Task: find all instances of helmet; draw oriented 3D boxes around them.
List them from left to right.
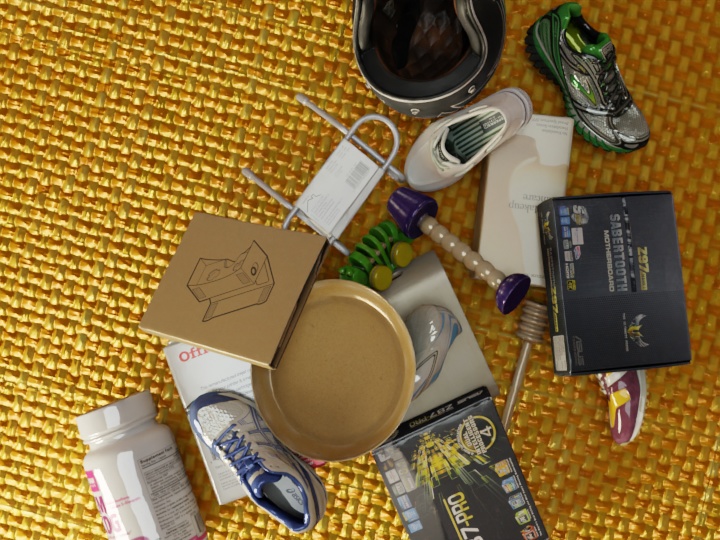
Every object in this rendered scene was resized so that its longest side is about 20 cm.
[{"bbox_3d":[0.079,-0.281,1.123,0.195,0.202,0.194,-7,126,1],"label":"helmet"}]

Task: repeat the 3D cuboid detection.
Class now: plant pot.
[{"bbox_3d":[-0.030,0.113,1.106,0.195,0.027,0.205,-2,84,15],"label":"plant pot"}]

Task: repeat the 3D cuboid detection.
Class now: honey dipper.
[{"bbox_3d":[0.192,0.138,1.202,0.037,0.038,0.204,16,94,1],"label":"honey dipper"}]

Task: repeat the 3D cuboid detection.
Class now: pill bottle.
[{"bbox_3d":[-0.266,0.255,1.172,0.111,0.113,0.204,-20,89,1],"label":"pill bottle"}]

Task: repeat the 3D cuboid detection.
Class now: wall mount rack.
[{"bbox_3d":[-0.047,-0.118,1.190,0.173,0.075,0.201,38,91,-2],"label":"wall mount rack"}]

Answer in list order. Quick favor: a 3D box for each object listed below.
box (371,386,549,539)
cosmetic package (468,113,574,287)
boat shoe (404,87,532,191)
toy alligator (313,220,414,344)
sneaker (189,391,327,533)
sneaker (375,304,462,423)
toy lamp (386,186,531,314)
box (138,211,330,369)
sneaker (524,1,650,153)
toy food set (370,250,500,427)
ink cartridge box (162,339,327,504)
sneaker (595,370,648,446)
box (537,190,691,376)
[{"bbox_3d":[0.120,0.264,1.176,0.158,0.049,0.203,-22,102,3],"label":"box"},{"bbox_3d":[0.194,-0.085,1.181,0.103,0.071,0.205,5,90,1],"label":"cosmetic package"},{"bbox_3d":[0.109,-0.150,1.132,0.199,0.066,0.074,-37,86,43],"label":"boat shoe"},{"bbox_3d":[0.000,0.000,1.164,0.200,0.059,0.055,-47,128,-23],"label":"toy alligator"},{"bbox_3d":[-0.115,0.213,1.098,0.199,0.088,0.076,40,94,1],"label":"sneaker"},{"bbox_3d":[0.051,0.131,1.140,0.072,0.072,0.202,23,107,-39],"label":"sneaker"},{"bbox_3d":[0.110,-0.030,1.136,0.199,0.058,0.059,40,92,26],"label":"toy lamp"},{"bbox_3d":[-0.149,0.018,1.138,0.197,0.021,0.166,11,67,30],"label":"box"},{"bbox_3d":[0.278,-0.227,1.161,0.078,0.085,0.201,-39,90,-27],"label":"sneaker"},{"bbox_3d":[0.070,0.099,1.198,0.141,0.060,0.203,-26,98,1],"label":"toy food set"},{"bbox_3d":[-0.135,0.157,1.183,0.142,0.084,0.204,-20,90,2],"label":"ink cartridge box"},{"bbox_3d":[0.298,0.108,1.180,0.088,0.075,0.205,3,81,-1],"label":"sneaker"},{"bbox_3d":[0.293,0.014,1.123,0.154,0.051,0.205,-3,85,-13],"label":"box"}]
